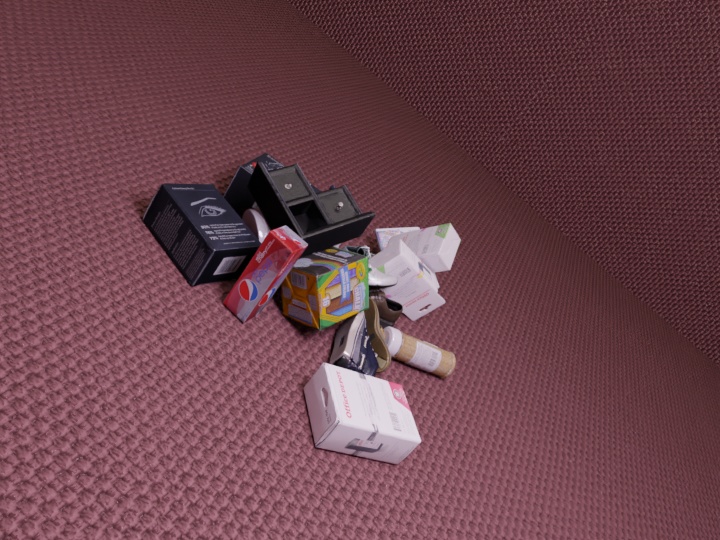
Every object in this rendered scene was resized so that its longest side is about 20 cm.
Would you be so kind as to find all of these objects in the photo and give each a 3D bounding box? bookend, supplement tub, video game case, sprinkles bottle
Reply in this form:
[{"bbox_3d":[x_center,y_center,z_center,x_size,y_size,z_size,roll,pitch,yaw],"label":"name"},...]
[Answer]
[{"bbox_3d":[-0.107,-0.150,1.460,0.199,0.092,0.200,-20,71,-34],"label":"bookend"},{"bbox_3d":[-0.159,-0.081,1.535,0.198,0.133,0.132,-6,47,-27],"label":"supplement tub"},{"bbox_3d":[0.129,-0.031,1.893,0.142,0.018,0.201,-4,62,-24],"label":"video game case"},{"bbox_3d":[0.134,0.197,1.607,0.199,0.068,0.068,25,30,-28],"label":"sprinkles bottle"}]

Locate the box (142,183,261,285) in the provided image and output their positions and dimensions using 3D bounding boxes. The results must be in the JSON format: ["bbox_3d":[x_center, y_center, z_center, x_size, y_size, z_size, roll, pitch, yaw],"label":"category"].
[{"bbox_3d":[-0.329,-0.080,1.406,0.200,0.105,0.148,49,28,20],"label":"box"}]

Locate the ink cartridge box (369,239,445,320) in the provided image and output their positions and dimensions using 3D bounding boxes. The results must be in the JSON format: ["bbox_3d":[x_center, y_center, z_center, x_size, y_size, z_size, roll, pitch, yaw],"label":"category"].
[{"bbox_3d":[0.119,0.029,1.744,0.200,0.117,0.068,45,27,-28],"label":"ink cartridge box"}]

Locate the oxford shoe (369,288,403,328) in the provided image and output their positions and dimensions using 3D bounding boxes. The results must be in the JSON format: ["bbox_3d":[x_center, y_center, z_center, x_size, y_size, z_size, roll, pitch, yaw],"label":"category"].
[{"bbox_3d":[0.018,0.071,1.639,0.199,0.085,0.073,20,33,-30],"label":"oxford shoe"}]

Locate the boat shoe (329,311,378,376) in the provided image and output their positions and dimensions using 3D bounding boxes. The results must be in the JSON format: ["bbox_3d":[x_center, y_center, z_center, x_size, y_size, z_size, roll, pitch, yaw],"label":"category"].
[{"bbox_3d":[-0.004,0.169,1.469,0.093,0.075,0.200,41,32,-14],"label":"boat shoe"}]

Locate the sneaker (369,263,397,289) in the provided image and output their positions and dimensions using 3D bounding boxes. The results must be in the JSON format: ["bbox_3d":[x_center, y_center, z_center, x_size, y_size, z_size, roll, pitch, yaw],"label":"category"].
[{"bbox_3d":[0.000,0.000,1.629,0.199,0.070,0.081,9,77,-19],"label":"sneaker"}]

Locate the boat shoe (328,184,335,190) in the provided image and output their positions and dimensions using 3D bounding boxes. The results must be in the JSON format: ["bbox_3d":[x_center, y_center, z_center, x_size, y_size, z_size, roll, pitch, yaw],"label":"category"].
[{"bbox_3d":[-0.074,-0.157,1.864,0.074,0.093,0.201,21,31,-31],"label":"boat shoe"}]

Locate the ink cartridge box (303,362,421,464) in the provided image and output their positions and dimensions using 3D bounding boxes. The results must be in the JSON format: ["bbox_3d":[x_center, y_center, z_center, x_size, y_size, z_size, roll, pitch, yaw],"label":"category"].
[{"bbox_3d":[0.001,0.276,1.295,0.199,0.085,0.146,23,30,-32],"label":"ink cartridge box"}]

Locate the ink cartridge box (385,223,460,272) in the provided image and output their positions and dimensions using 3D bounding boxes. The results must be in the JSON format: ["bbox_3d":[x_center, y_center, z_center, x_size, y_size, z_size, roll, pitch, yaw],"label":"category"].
[{"bbox_3d":[0.159,-0.050,1.825,0.067,0.199,0.118,51,47,-31],"label":"ink cartridge box"}]

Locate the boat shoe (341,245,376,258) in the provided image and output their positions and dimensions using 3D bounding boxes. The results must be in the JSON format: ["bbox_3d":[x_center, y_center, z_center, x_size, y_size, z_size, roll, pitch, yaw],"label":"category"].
[{"bbox_3d":[0.005,-0.032,1.804,0.199,0.062,0.073,2,42,-52],"label":"boat shoe"}]

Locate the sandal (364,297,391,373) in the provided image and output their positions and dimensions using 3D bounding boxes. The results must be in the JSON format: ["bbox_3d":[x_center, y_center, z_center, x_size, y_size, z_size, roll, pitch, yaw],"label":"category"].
[{"bbox_3d":[0.029,0.153,1.541,0.054,0.080,0.201,37,24,-45],"label":"sandal"}]

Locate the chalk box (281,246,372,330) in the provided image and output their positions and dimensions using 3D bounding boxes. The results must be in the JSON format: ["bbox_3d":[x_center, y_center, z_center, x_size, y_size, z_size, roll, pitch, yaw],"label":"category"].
[{"bbox_3d":[-0.061,0.028,1.465,0.124,0.125,0.199,18,26,41],"label":"chalk box"}]

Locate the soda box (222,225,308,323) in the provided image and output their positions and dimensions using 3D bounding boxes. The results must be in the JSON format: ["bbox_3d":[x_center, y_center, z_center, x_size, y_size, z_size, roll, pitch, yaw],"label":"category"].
[{"bbox_3d":[-0.190,0.008,1.338,0.063,0.200,0.070,41,26,8],"label":"soda box"}]

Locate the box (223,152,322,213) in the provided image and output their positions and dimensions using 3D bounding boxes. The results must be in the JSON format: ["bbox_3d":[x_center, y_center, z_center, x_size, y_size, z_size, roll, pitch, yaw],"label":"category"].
[{"bbox_3d":[-0.213,-0.186,1.701,0.199,0.104,0.182,35,23,-2],"label":"box"}]
